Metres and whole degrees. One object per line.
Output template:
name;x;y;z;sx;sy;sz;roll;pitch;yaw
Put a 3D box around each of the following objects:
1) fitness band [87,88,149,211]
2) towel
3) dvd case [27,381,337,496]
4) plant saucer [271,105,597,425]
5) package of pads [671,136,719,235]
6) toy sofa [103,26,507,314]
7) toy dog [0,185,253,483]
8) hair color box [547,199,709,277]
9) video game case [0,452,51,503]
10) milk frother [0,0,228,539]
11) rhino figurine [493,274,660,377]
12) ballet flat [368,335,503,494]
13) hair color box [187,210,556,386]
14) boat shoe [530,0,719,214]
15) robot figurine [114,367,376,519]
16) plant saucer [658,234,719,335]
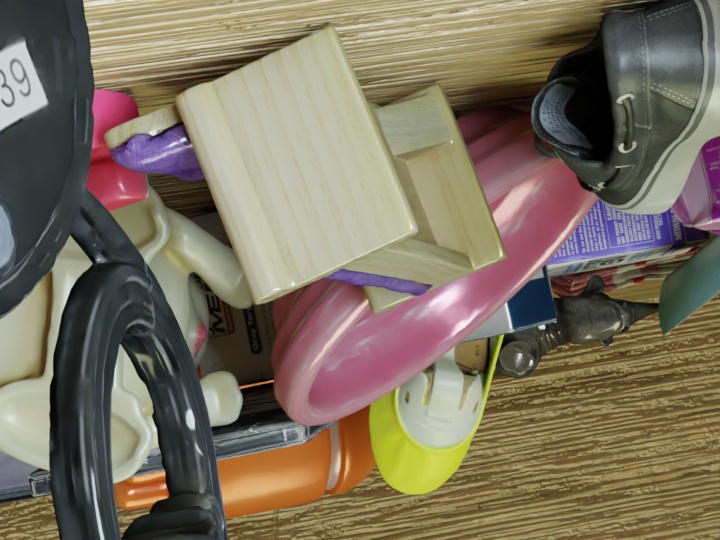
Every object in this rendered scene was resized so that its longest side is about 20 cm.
fitness band;-0.170;-0.035;0.914;0.143;0.038;0.200;-2;171;-40
towel;0.193;-0.021;1.571;0.199;0.023;0.144;-13;-161;-21
dvd case;-0.072;0.080;1.245;0.148;0.016;0.200;-13;-177;15
plant saucer;0.031;-0.009;1.111;0.200;0.051;0.201;-37;164;-12
package of pads;0.220;-0.059;1.164;0.120;0.076;0.200;-12;175;16
toy sofa;-0.015;-0.027;0.909;0.097;0.083;0.200;-24;173;11
toy dog;-0.144;0.032;1.161;0.193;0.140;0.200;-4;178;13
hair color box;0.104;-0.026;1.429;0.199;0.065;0.109;-8;176;0
video game case;-0.226;0.077;1.498;0.200;0.143;0.019;-5;161;-48
milk frother;-0.136;0.009;0.479;0.188;0.201;0.180;-12;179;30
rhino figurine;0.083;0.038;1.410;0.199;0.060;0.087;-12;179;3
ballet flat;0.052;0.038;1.326;0.067;0.201;0.067;15;-170;-11
hair color box;0.000;0.000;1.282;0.199;0.100;0.060;-12;178;30
boat shoe;0.101;-0.064;0.927;0.066;0.070;0.200;-2;174;-6
robot figurine;-0.069;0.100;1.519;0.199;0.144;0.117;-10;-156;-18
plant saucer;0.245;-0.036;1.357;0.200;0.027;0.200;-39;175;-4
